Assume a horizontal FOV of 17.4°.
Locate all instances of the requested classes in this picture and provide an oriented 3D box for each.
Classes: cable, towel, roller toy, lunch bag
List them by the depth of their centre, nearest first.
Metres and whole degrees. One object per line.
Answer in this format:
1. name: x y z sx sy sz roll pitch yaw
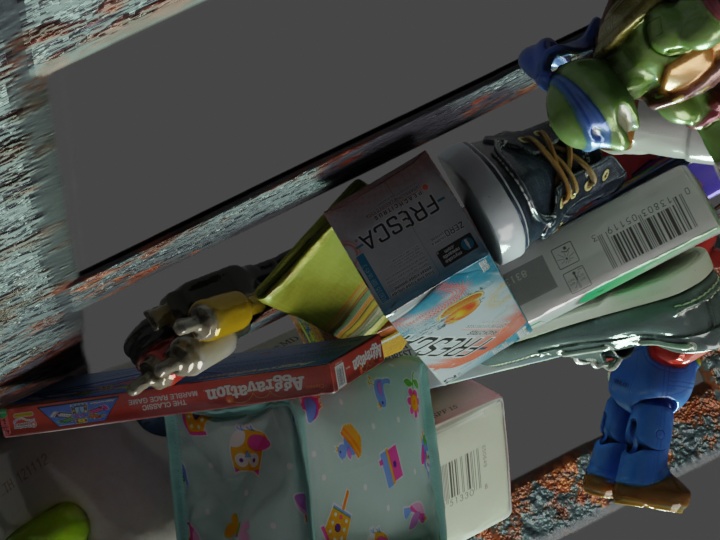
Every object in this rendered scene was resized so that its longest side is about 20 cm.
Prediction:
1. towel: 0.000 0.000 1.327 0.086 0.018 0.200 -49 164 3
2. cable: -0.055 0.021 1.330 0.200 0.050 0.097 -21 164 -41
3. lunch bag: -0.024 0.162 1.419 0.122 0.200 0.170 -8 -179 30
4. roller toy: -0.154 0.143 1.532 0.182 0.140 0.200 -26 163 -9

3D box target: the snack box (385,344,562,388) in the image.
1. snack box: 0.116 0.026 1.694 0.200 0.053 0.142 -17 -169 43

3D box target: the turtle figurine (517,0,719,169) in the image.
1. turtle figurine: 0.182 -0.084 0.905 0.194 0.144 0.200 -44 -139 -11

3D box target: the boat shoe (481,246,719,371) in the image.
1. boat shoe: 0.148 0.040 1.483 0.200 0.062 0.073 -19 -164 44

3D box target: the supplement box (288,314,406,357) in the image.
1. supplement box: -0.004 0.024 1.533 0.069 0.067 0.200 -27 174 -6

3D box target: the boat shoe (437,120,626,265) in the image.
1. boat shoe: 0.099 -0.056 1.319 0.091 0.071 0.200 -29 -179 3

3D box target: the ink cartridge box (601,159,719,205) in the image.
1. ink cartridge box: 0.150 -0.034 1.622 0.198 0.043 0.200 -27 -172 5

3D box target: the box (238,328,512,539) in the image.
1. box: 0.002 0.127 1.777 0.128 0.109 0.200 -24 -148 -30

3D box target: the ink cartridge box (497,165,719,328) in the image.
1. ink cartridge box: 0.146 -0.004 1.455 0.161 0.050 0.200 -28 171 9

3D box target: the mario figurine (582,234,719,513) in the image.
1. mario figurine: 0.212 0.058 1.555 0.123 0.200 0.106 12 -176 31

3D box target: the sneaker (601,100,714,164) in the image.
1. sneaker: 0.157 -0.100 1.276 0.085 0.073 0.200 7 -172 8

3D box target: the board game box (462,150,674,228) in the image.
1. board game box: 0.127 -0.056 1.496 0.200 0.039 0.158 -31 -177 -11

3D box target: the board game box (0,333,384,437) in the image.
1. board game box: -0.095 0.066 1.352 0.200 0.019 0.103 -8 -176 17

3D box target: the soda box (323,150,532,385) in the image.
1. soda box: 0.040 0.003 1.269 0.064 0.068 0.200 -32 163 3
